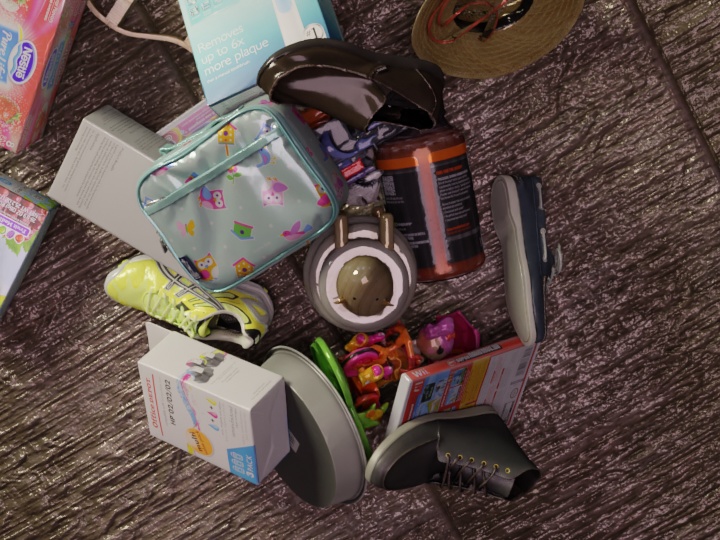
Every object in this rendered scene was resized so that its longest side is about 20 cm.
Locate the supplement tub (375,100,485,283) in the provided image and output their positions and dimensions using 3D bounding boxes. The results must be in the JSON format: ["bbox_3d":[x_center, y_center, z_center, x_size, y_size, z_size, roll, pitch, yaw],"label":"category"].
[{"bbox_3d":[0.076,-0.094,1.296,0.106,0.107,0.202,-10,101,0],"label":"supplement tub"}]

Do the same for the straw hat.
[{"bbox_3d":[0.140,-0.308,1.262,0.199,0.201,0.086,-20,58,2],"label":"straw hat"}]

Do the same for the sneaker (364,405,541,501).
[{"bbox_3d":[0.107,0.215,1.260,0.199,0.106,0.075,-13,132,-35],"label":"sneaker"}]

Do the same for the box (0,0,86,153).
[{"bbox_3d":[-0.375,-0.244,1.243,0.102,0.095,0.201,23,108,-6],"label":"box"}]

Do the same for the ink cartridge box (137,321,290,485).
[{"bbox_3d":[-0.181,0.147,1.294,0.199,0.068,0.116,19,130,27],"label":"ink cartridge box"}]

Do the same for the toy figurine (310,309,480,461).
[{"bbox_3d":[0.052,0.101,1.314,0.183,0.201,0.151,-26,60,-9],"label":"toy figurine"}]

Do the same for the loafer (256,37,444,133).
[{"bbox_3d":[-0.003,-0.176,1.127,0.198,0.073,0.072,1,60,-19],"label":"loafer"}]

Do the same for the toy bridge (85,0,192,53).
[{"bbox_3d":[-0.262,-0.301,1.282,0.199,0.027,0.067,36,101,-8],"label":"toy bridge"}]

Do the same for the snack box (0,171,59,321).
[{"bbox_3d":[-0.473,-0.047,1.307,0.199,0.068,0.170,29,99,-6],"label":"snack box"}]

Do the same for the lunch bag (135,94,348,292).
[{"bbox_3d":[-0.128,-0.080,1.177,0.199,0.077,0.161,-29,107,21],"label":"lunch bag"}]

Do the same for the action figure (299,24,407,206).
[{"bbox_3d":[-0.014,-0.163,1.251,0.198,0.105,0.195,-20,83,5],"label":"action figure"}]

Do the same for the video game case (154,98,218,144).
[{"bbox_3d":[-0.139,-0.105,1.332,0.143,0.018,0.201,-33,101,4],"label":"video game case"}]

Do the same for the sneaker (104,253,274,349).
[{"bbox_3d":[-0.199,0.036,1.321,0.198,0.077,0.076,11,124,-2],"label":"sneaker"}]

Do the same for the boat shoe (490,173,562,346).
[{"bbox_3d":[0.196,-0.014,1.315,0.061,0.075,0.202,-3,71,-17],"label":"boat shoe"}]

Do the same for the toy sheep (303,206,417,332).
[{"bbox_3d":[0.000,0.000,1.244,0.136,0.200,0.139,0,98,0],"label":"toy sheep"}]

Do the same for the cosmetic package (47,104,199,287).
[{"bbox_3d":[-0.233,-0.084,1.283,0.199,0.085,0.108,32,110,-4],"label":"cosmetic package"}]

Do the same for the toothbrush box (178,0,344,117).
[{"bbox_3d":[-0.106,-0.269,1.211,0.145,0.085,0.202,-22,67,12],"label":"toothbrush box"}]

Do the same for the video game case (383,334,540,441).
[{"bbox_3d":[0.114,0.151,1.312,0.199,0.017,0.144,-15,133,-34],"label":"video game case"}]

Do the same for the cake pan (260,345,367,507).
[{"bbox_3d":[-0.067,0.185,1.307,0.037,0.200,0.202,-26,103,-30],"label":"cake pan"}]
